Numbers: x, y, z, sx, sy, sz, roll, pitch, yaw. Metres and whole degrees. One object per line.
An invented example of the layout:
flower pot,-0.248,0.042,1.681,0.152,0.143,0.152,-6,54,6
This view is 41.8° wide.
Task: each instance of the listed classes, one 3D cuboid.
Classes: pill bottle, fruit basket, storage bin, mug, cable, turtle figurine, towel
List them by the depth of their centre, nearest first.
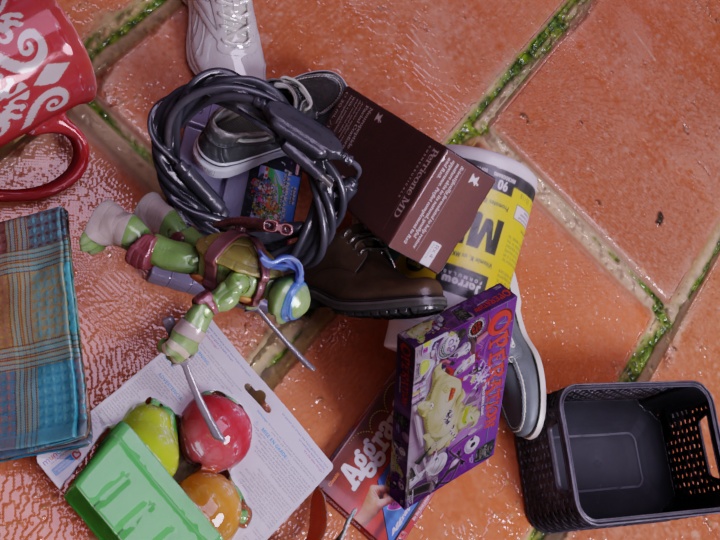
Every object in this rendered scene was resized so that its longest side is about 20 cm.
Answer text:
towel,-0.299,0.057,0.777,0.144,0.022,0.203,-13,74,8
turtle figurine,-0.142,0.028,0.809,0.193,0.201,0.144,31,54,16
mug,-0.335,-0.140,0.813,0.199,0.133,0.178,-39,88,-27
fruit basket,-0.146,0.168,0.817,0.186,0.094,0.200,49,50,-1
cable,-0.105,-0.087,0.853,0.198,0.164,0.051,30,32,-2
pill bottle,0.095,-0.009,0.922,0.113,0.114,0.203,19,82,-16
storage bin,0.271,0.193,0.980,0.197,0.094,0.137,2,70,-24

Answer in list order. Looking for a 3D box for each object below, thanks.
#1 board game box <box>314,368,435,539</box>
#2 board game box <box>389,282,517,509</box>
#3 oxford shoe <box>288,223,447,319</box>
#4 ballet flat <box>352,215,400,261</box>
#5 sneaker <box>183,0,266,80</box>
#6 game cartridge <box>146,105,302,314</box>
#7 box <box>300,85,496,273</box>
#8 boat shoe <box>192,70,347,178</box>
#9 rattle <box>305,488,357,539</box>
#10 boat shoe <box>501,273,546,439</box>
board game box,0.046,0.167,0.932,0.103,0.019,0.201,41,61,-4
board game box,0.082,0.117,0.856,0.119,0.202,0.032,-27,45,-32
oxford shoe,0.000,0.000,0.860,0.072,0.198,0.086,6,93,-45
ballet flat,0.031,-0.055,0.988,0.074,0.074,0.200,46,58,-2
sneaker,-0.139,-0.268,0.960,0.077,0.099,0.203,-13,77,-27
game cartridge,-0.126,-0.067,0.933,0.128,0.038,0.203,14,66,-14
box,0.028,-0.090,0.892,0.074,0.200,0.101,25,101,-38
boat shoe,-0.076,-0.154,0.931,0.072,0.071,0.199,48,54,5
rattle,-0.057,0.309,0.812,0.144,0.129,0.200,63,28,-12
boat shoe,0.138,0.077,0.975,0.061,0.073,0.203,1,65,-25
